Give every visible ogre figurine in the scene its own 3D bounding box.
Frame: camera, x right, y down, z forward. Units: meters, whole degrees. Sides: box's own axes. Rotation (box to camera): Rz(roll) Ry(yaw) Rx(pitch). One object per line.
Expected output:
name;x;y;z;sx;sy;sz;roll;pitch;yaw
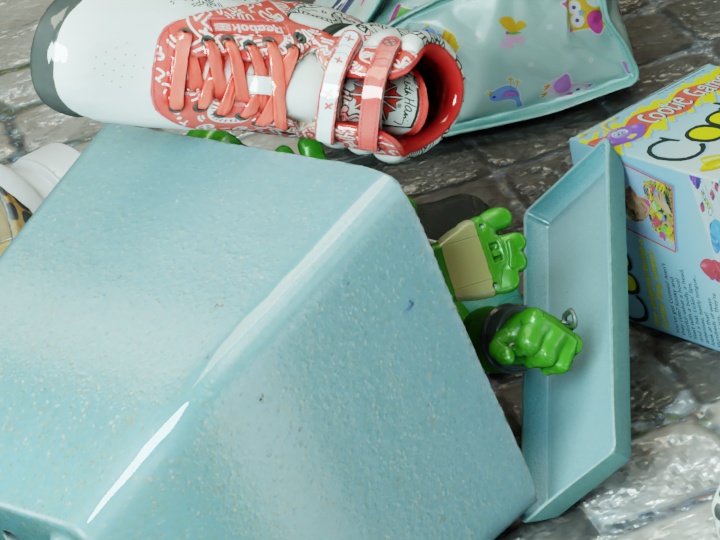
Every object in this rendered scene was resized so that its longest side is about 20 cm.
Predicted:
ogre figurine;0.000;0.000;1.394;0.199;0.098;0.120;10;-16;-9

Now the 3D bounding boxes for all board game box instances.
board game box;0.213;-0.021;1.440;0.103;0.105;0.200;-29;30;-29

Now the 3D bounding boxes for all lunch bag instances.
lunch bag;0.055;-0.158;1.787;0.200;0.122;0.170;-19;27;9

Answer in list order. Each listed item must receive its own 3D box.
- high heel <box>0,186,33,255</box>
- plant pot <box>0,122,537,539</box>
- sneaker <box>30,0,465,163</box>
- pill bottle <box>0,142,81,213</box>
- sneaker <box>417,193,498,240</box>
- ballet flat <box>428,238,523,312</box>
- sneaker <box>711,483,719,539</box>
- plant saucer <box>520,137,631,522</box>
high heel;-0.186;0.051;1.452;0.071;0.143;0.200;-9;26;10
plant pot;-0.078;0.080;1.299;0.196;0.197;0.200;12;48;43
sneaker;-0.041;-0.089;1.284;0.108;0.067;0.201;17;10;39
pill bottle;-0.229;0.009;1.598;0.200;0.113;0.112;-30;30;-31
sneaker;-0.015;-0.004;1.545;0.200;0.085;0.074;-25;28;-22
ballet flat;-0.017;0.015;1.486;0.199;0.071;0.067;-5;-17;-9
sneaker;0.252;0.073;1.260;0.199;0.079;0.089;-7;29;14
plant saucer;0.104;0.028;1.391;0.070;0.019;0.200;-44;29;38
